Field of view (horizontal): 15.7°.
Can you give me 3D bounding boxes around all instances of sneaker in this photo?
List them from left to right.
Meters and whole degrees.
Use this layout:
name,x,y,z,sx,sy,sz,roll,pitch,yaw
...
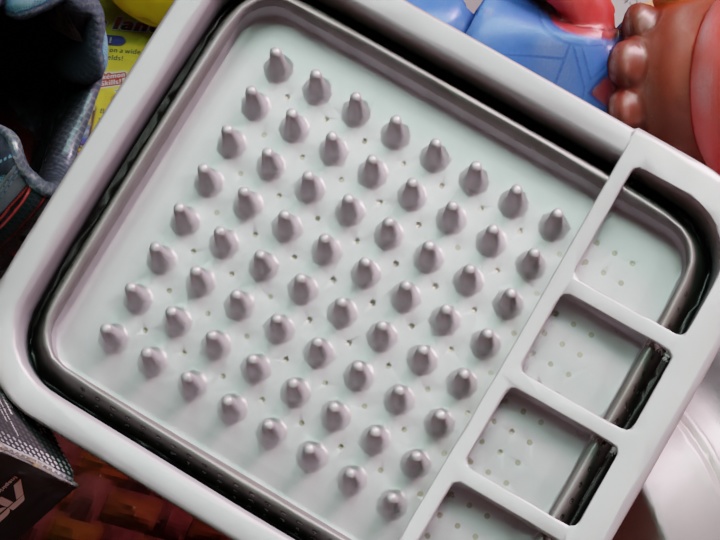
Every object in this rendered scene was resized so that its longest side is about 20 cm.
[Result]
name,x,y,z,sx,sy,sz,roll,pitch,yaw
sneaker,-0.120,-0.082,0.929,0.079,0.095,0.201,30,45,-38

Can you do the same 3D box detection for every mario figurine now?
name,x,y,z,sx,sy,sz,roll,pitch,yaw
mario figurine,0.070,-0.061,0.878,0.198,0.124,0.107,3,47,8

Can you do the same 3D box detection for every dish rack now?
name,x,y,z,sx,sy,sz,roll,pitch,yaw
dish rack,0.003,0.010,0.805,0.199,0.044,0.172,30,81,7

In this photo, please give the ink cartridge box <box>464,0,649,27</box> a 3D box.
name,x,y,z,sx,sy,sz,roll,pitch,yaw
ink cartridge box,0.111,-0.119,0.950,0.145,0.085,0.201,35,91,13

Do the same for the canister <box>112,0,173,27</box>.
name,x,y,z,sx,sy,sz,roll,pitch,yaw
canister,-0.031,-0.196,1.037,0.148,0.087,0.201,-19,36,24

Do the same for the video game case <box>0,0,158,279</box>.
name,x,y,z,sx,sy,sz,roll,pitch,yaw
video game case,-0.132,-0.041,0.983,0.198,0.026,0.182,4,49,1

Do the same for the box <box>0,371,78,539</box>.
name,x,y,z,sx,sy,sz,roll,pitch,yaw
box,-0.197,0.041,0.840,0.160,0.044,0.200,-41,55,10

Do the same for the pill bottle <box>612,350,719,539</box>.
name,x,y,z,sx,sy,sz,roll,pitch,yaw
pill bottle,0.163,0.048,0.868,0.199,0.111,0.111,-22,54,-21
